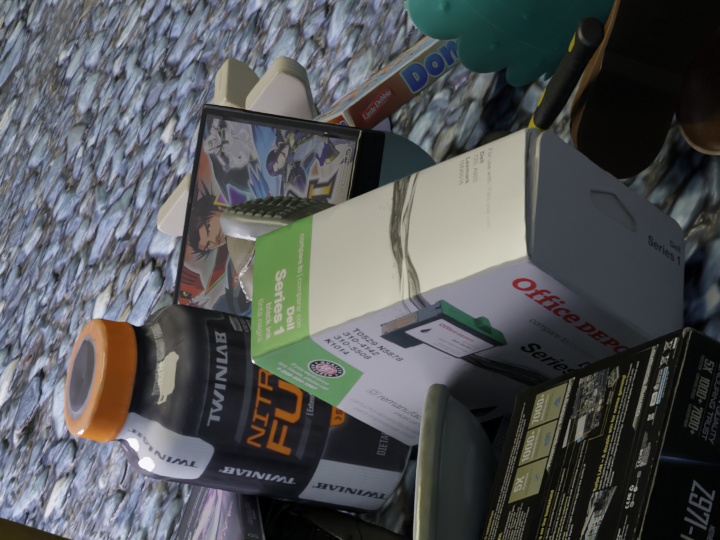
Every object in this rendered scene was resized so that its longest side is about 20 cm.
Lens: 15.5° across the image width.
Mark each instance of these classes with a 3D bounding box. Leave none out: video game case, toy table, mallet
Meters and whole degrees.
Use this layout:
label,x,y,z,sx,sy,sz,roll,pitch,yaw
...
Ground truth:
label,x,y,z,sx,sy,sz,roll,pitch,yaw
video game case,-0.095,0.187,1.658,0.200,0.019,0.143,-105,33,-69
toy table,-0.059,-0.073,1.969,0.184,0.117,0.200,-54,23,25
video game case,-0.061,-0.002,1.743,0.180,0.025,0.201,13,96,51
mallet,0.104,-0.091,1.510,0.200,0.041,0.066,115,171,-52

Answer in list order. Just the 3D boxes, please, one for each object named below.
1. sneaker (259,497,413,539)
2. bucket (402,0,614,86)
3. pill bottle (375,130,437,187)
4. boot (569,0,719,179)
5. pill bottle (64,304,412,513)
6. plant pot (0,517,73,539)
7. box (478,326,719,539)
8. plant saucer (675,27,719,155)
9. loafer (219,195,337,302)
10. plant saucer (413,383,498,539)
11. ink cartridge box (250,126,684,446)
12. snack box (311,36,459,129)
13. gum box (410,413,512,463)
label,x,y,z,sx,sy,sz,roll,pitch,yaw
sneaker,-0.024,0.178,1.626,0.076,0.091,0.200,-65,21,-8
bucket,0.103,-0.231,1.650,0.135,0.207,0.208,-39,31,32
pill bottle,-0.026,-0.004,1.811,0.200,0.113,0.113,-47,27,40
boot,0.170,-0.154,1.493,0.201,0.073,0.075,-62,14,13
pill bottle,-0.075,0.080,1.586,0.106,0.199,0.107,-169,90,-68
plant pot,-0.258,0.322,1.897,0.194,0.195,0.201,-46,33,39
box,0.128,0.149,1.296,0.164,0.086,0.201,-28,41,58
plant saucer,0.243,-0.148,1.443,0.200,0.032,0.201,-51,24,34
loafer,0.000,0.000,1.625,0.199,0.075,0.070,12,111,40
plant saucer,0.059,0.162,1.429,0.200,0.050,0.201,1,-90,-85
ink cartridge box,0.060,0.013,1.455,0.199,0.146,0.085,-21,54,37
snack box,0.048,-0.144,1.782,0.200,0.024,0.072,-38,10,-26
gum box,0.072,0.036,1.625,0.200,0.044,0.171,-1,65,67
